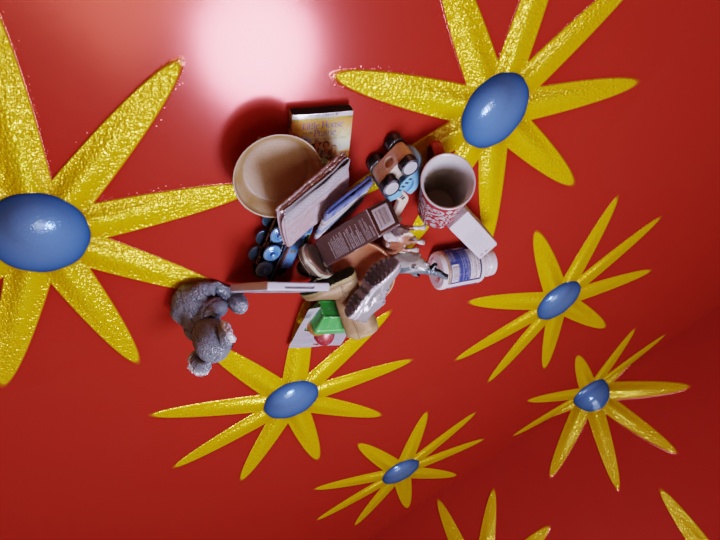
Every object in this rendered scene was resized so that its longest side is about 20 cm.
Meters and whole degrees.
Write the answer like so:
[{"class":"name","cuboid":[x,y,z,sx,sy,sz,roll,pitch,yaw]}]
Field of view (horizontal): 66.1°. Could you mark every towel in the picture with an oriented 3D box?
[{"class":"towel","cuboid":[-0.098,-0.150,1.210,0.199,0.032,0.192,-42,170,-13]},{"class":"towel","cuboid":[-0.162,-0.204,1.234,0.194,0.024,0.155,11,126,-31]},{"class":"towel","cuboid":[-0.044,-0.144,1.292,0.146,0.024,0.200,-40,179,-16]}]

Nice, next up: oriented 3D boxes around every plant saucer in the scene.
[{"class":"plant saucer","cuboid":[-0.178,-0.206,1.182,0.193,0.036,0.205,-13,134,-13]},{"class":"plant saucer","cuboid":[0.000,0.000,1.500,0.192,0.038,0.206,5,125,7]}]

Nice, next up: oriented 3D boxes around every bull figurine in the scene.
[{"class":"bull figurine","cuboid":[0.105,-0.084,1.443,0.116,0.068,0.200,1,173,-7]}]

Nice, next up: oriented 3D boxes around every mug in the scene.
[{"class":"mug","cuboid":[0.208,-0.206,1.374,0.129,0.184,0.200,14,168,4]}]

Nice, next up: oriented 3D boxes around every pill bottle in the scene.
[{"class":"pill bottle","cuboid":[0.308,-0.013,1.659,0.193,0.113,0.114,-9,136,-21]}]

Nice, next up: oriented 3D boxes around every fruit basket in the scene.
[{"class":"fruit basket","cuboid":[-0.105,0.164,1.636,0.179,0.096,0.201,0,146,-28]}]

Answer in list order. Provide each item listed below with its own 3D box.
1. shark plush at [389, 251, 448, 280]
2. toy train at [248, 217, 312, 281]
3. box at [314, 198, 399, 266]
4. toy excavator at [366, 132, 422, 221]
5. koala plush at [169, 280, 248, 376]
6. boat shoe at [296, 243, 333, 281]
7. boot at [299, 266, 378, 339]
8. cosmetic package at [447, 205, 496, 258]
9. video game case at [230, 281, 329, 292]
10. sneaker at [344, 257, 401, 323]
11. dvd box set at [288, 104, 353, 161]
[{"class":"shark plush","cuboid":[0.152,-0.015,1.547,0.192,0.093,0.085,3,143,13]},{"class":"toy train","cuboid":[-0.197,-0.062,1.349,0.111,0.088,0.203,1,130,-38]},{"class":"box","cuboid":[-0.010,-0.090,1.337,0.197,0.077,0.099,-25,-176,43]},{"class":"toy excavator","cuboid":[0.093,-0.207,1.372,0.194,0.101,0.198,-44,145,18]},{"class":"koala plush","cuboid":[-0.374,0.145,1.359,0.176,0.203,0.182,-40,137,15]},{"class":"boat shoe","cuboid":[-0.126,-0.008,1.382,0.073,0.077,0.202,-21,162,8]},{"class":"boot","cuboid":[-0.056,0.108,1.509,0.169,0.067,0.205,-17,122,6]},{"class":"cosmetic package","cuboid":[0.297,-0.127,1.552,0.074,0.103,0.199,-40,139,13]},{"class":"video game case","cuboid":[-0.203,0.043,1.378,0.178,0.197,0.024,2,86,-39]},{"class":"sneaker","cuboid":[0.042,0.052,1.454,0.081,0.075,0.201,30,107,-39]},{"class":"dvd box set","cuboid":[-0.093,-0.268,1.244,0.141,0.030,0.205,-10,135,-20]}]
